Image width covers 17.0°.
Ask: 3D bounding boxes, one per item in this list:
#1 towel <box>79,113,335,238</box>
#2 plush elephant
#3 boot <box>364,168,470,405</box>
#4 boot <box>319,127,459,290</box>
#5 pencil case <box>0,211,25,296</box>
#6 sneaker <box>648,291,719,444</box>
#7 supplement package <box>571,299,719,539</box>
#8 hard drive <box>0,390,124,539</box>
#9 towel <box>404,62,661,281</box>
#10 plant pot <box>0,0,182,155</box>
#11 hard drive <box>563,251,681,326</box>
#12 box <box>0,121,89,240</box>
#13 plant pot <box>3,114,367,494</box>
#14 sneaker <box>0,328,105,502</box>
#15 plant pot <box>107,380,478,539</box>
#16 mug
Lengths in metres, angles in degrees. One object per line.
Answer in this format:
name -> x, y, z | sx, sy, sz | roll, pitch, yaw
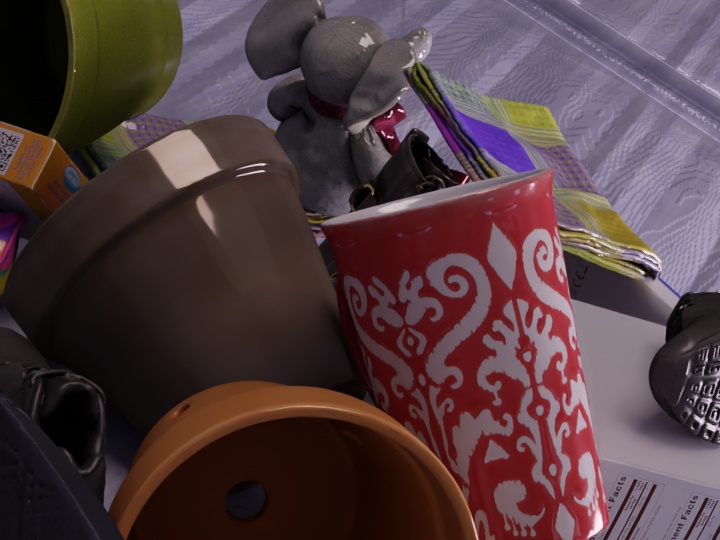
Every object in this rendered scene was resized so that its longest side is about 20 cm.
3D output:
towel -> -0.118, -0.078, 1.812 | 0.199, 0.023, 0.144 | 7, 32, -34
plush elephant -> -0.007, -0.129, 1.800 | 0.199, 0.155, 0.165 | -8, 42, -49
boot -> 0.041, 0.011, 1.650 | 0.072, 0.145, 0.200 | 17, 28, -21
boot -> 0.000, 0.000, 1.586 | 0.069, 0.174, 0.200 | 35, 20, -24
pencil case -> -0.308, -0.037, 1.494 | 0.199, 0.089, 0.088 | 27, 26, -2
sneaker -> 0.220, 0.053, 1.495 | 0.091, 0.076, 0.200 | 29, 17, 28
supplement package -> 0.180, 0.141, 1.528 | 0.199, 0.148, 0.192 | 16, 27, -20
hard drive -> -0.180, 0.151, 1.207 | 0.042, 0.135, 0.200 | 20, 20, -47
towel -> 0.120, -0.070, 1.663 | 0.143, 0.023, 0.200 | 18, 28, -37
plant pot -> -0.227, -0.161, 1.681 | 0.200, 0.201, 0.193 | 35, 22, 20
hard drive -> 0.178, 0.054, 1.704 | 0.025, 0.132, 0.200 | -10, 42, -40
box -> -0.263, -0.071, 1.536 | 0.199, 0.042, 0.119 | 21, -16, 21
plant pot -> -0.090, 0.035, 1.470 | 0.200, 0.200, 0.174 | -14, 63, -53
sneaker -> -0.178, 0.086, 1.357 | 0.076, 0.091, 0.200 | 8, 30, -29
plant pot -> -0.049, 0.146, 1.287 | 0.199, 0.201, 0.140 | 17, 10, -17
mug -> 0.064, 0.054, 1.357 | 0.133, 0.201, 0.178 | -14, 3, -2
